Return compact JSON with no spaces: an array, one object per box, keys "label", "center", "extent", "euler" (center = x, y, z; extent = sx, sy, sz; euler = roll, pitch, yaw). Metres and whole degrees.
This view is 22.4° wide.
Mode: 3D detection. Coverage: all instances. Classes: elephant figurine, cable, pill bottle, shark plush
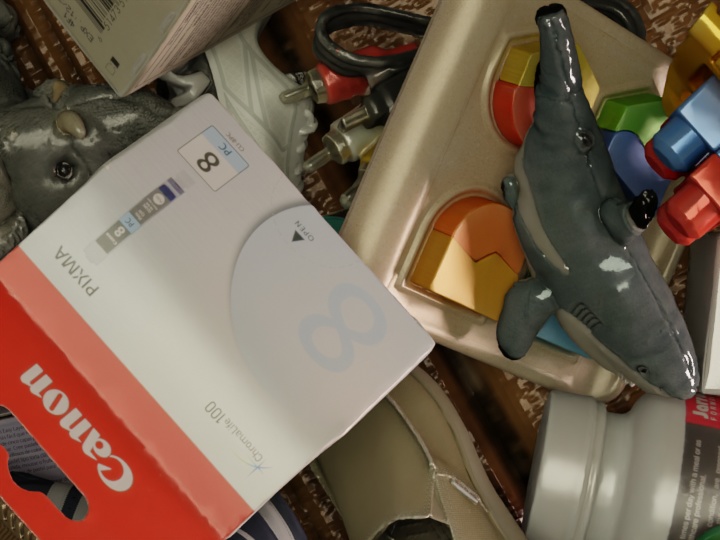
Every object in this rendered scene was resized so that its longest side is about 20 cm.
[{"label":"elephant figurine","center":[-0.186,-0.061,0.937],"extent":[0.200,0.155,0.141],"euler":[44,66,8]},{"label":"cable","center":[0.051,-0.111,0.964],"extent":[0.199,0.050,0.097],"euler":[-24,77,-22]},{"label":"pill bottle","center":[0.186,0.121,0.929],"extent":[0.199,0.111,0.111],"euler":[11,90,3]},{"label":"shark plush","center":[0.120,-0.035,0.871],"extent":[0.091,0.083,0.201],"euler":[-19,116,-30]}]

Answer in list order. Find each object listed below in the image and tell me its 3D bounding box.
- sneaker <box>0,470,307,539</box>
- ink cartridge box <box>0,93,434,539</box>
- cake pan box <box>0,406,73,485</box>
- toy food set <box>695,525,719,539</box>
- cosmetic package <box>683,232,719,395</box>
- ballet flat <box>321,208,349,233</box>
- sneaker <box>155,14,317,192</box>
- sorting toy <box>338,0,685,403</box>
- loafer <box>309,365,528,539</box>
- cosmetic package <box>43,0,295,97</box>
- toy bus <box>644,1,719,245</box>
[{"label":"sneaker","center":[-0.114,0.128,0.873],"extent":[0.199,0.108,0.071],"euler":[13,112,39]},{"label":"ink cartridge box","center":[-0.083,0.033,0.797],"extent":[0.160,0.047,0.200],"euler":[48,49,1]},{"label":"cake pan box","center":[-0.148,0.151,0.940],"extent":[0.199,0.052,0.185],"euler":[-13,103,16]},{"label":"toy food set","center":[0.177,0.218,0.901],"extent":[0.197,0.049,0.200],"euler":[-28,114,27]},{"label":"cosmetic package","center":[0.269,0.030,0.928],"extent":[0.199,0.108,0.085],"euler":[5,91,5]},{"label":"ballet flat","center":[0.000,0.000,0.943],"extent":[0.199,0.068,0.063],"euler":[-6,130,-33]},{"label":"sneaker","center":[-0.055,-0.061,0.968],"extent":[0.081,0.075,0.201],"euler":[-17,91,-9]},{"label":"sorting toy","center":[0.097,-0.039,0.924],"extent":[0.199,0.036,0.186],"euler":[23,91,-35]},{"label":"loafer","center":[0.022,0.113,0.881],"extent":[0.200,0.068,0.076],"euler":[51,122,21]},{"label":"cosmetic package","center":[-0.056,-0.180,0.900],"extent":[0.200,0.103,0.087],"euler":[-35,84,-39]},{"label":"toy bus","center":[0.210,-0.090,0.882],"extent":[0.192,0.200,0.136],"euler":[-44,86,0]}]
